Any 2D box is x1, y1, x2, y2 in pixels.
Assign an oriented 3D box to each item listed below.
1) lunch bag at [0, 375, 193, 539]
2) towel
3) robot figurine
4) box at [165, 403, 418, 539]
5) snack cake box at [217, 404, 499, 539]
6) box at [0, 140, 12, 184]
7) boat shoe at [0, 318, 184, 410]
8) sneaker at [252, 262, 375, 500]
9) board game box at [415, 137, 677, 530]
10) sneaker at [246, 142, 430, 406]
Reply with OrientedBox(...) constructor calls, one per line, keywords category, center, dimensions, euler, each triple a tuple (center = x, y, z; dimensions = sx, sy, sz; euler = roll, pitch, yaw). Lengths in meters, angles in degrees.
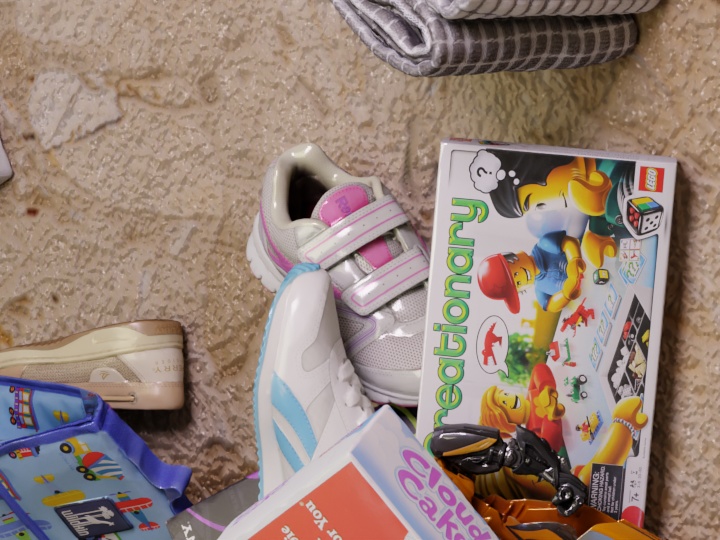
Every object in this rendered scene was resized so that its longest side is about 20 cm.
OrientedBox(category="lunch bag", center=(-0.181, 0.136, 1.587), dimensions=(0.199, 0.094, 0.151), euler=(-7, 132, 36))
OrientedBox(category="towel", center=(0.042, -0.183, 1.343), dimensions=(0.200, 0.165, 0.086), euler=(50, 129, 30))
OrientedBox(category="robot figurine", center=(0.094, 0.166, 1.320), dimensions=(0.199, 0.058, 0.145), euler=(28, 117, -2))
OrientedBox(category="box", center=(0.000, 0.163, 1.436), dimensions=(0.200, 0.036, 0.143), euler=(-30, 71, 16))
OrientedBox(category="snack cake box", center=(0.026, 0.184, 1.271), dimensions=(0.115, 0.067, 0.200), euler=(-38, 93, 26))
OrientedBox(category="box", center=(-0.370, -0.116, 1.761), dimensions=(0.200, 0.130, 0.200), euler=(-30, 72, 41))
OrientedBox(category="boat shoe", center=(-0.194, 0.079, 1.644), dimensions=(0.200, 0.071, 0.065), euler=(-15, 81, 42))
OrientedBox(category="sneaker", center=(-0.015, 0.094, 1.388), dimensions=(0.080, 0.077, 0.201), euler=(-1, 99, 9))
OrientedBox(category="board game box", center=(0.097, 0.035, 1.345), dimensions=(0.126, 0.035, 0.201), euler=(5, 97, 7))
OrientedBox(category="sneaker", center=(0.000, 0.000, 1.427), dimensions=(0.200, 0.081, 0.088), euler=(39, 151, 34))
